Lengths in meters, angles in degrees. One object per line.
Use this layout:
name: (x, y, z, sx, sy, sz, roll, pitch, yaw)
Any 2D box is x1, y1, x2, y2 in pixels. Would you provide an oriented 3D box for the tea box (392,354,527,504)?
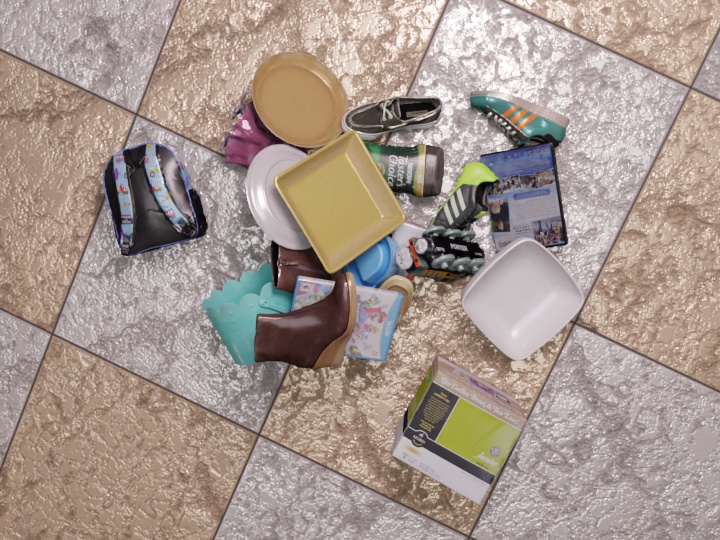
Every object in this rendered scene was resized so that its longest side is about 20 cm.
tea box: (0.193, 0.311, 1.511, 0.198, 0.134, 0.198, 29, 99, 1)

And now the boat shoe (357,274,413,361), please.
boat shoe: (0.044, 0.098, 1.462, 0.073, 0.067, 0.201, 23, 125, -2)

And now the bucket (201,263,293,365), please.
bucket: (-0.195, 0.081, 1.487, 0.205, 0.207, 0.136, -22, 105, 7)

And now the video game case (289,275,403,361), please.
video game case: (-0.033, 0.091, 1.400, 0.197, 0.018, 0.145, 9, 114, -11)

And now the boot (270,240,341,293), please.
boot: (-0.099, 0.043, 1.430, 0.072, 0.165, 0.203, -19, 71, 43)

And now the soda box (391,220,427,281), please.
soda box: (0.075, 0.001, 1.519, 0.067, 0.063, 0.203, 18, 98, 2)

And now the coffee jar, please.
coffee jar: (0.064, -0.198, 1.485, 0.197, 0.085, 0.106, 3, 96, 4)

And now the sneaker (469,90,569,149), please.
sneaker: (0.298, -0.285, 1.461, 0.197, 0.071, 0.081, 19, 94, 1)

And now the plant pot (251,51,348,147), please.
plant pot: (-0.118, -0.326, 1.469, 0.197, 0.027, 0.203, 8, 70, -22)

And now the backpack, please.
backpack: (-0.409, -0.146, 1.509, 0.180, 0.135, 0.203, -15, 96, 7)

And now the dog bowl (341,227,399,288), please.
dog bowl: (0.000, 0.000, 1.494, 0.199, 0.049, 0.113, -38, 62, 31)

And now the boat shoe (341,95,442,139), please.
boat shoe: (0.060, -0.304, 1.466, 0.197, 0.064, 0.072, -11, 76, -5)

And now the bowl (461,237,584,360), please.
bowl: (0.309, 0.047, 1.484, 0.200, 0.075, 0.200, -43, 106, 10)

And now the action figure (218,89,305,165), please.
action figure: (-0.174, -0.238, 1.514, 0.198, 0.150, 0.134, 22, 140, -12)

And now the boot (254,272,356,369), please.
boot: (-0.098, 0.088, 1.330, 0.164, 0.073, 0.202, 6, 120, -13)

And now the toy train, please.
toy train: (0.153, -0.025, 1.440, 0.113, 0.199, 0.086, -31, 67, 36)

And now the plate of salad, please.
plate of salad: (-0.135, -0.135, 1.421, 0.048, 0.199, 0.202, -16, 97, 47)

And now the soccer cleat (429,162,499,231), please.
soccer cleat: (0.197, -0.112, 1.476, 0.081, 0.067, 0.202, 40, 114, 31)

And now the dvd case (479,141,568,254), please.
dvd case: (0.318, -0.137, 1.475, 0.141, 0.018, 0.203, -8, 103, 19)

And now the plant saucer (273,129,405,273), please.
plant saucer: (-0.042, -0.126, 1.406, 0.199, 0.048, 0.201, -35, 99, -25)
